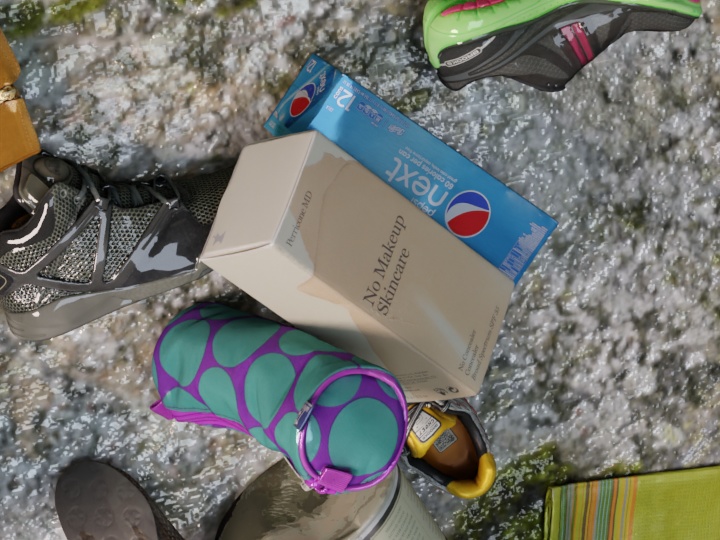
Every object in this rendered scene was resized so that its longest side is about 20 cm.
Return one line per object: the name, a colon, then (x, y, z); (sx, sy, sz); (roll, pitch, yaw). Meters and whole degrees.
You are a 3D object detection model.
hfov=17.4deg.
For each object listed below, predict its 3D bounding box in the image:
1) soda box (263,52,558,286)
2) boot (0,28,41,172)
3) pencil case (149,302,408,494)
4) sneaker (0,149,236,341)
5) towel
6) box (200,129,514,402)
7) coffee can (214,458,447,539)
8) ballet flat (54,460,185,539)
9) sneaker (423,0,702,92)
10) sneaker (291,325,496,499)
soda box: (0.035, -0.065, 1.611); (0.200, 0.068, 0.064); (34, 94, -26)
boot: (-0.297, -0.134, 1.483); (0.144, 0.071, 0.201); (-32, 108, -20)
pencil case: (-0.058, 0.083, 1.561); (0.085, 0.200, 0.093); (36, 80, -36)
sneaker: (-0.157, -0.041, 1.551); (0.199, 0.076, 0.114); (-22, 121, -4)
towel: (0.234, 0.194, 1.804); (0.200, 0.018, 0.086); (-5, 112, -17)
box: (0.000, 0.000, 1.556); (0.200, 0.078, 0.095); (35, 63, -33)
coffee can: (0.008, 0.237, 1.671); (0.146, 0.146, 0.200); (-34, 116, -4)
ballet flat: (-0.134, 0.208, 1.620); (0.200, 0.046, 0.067); (41, 93, 16)
sneaker: (0.136, -0.169, 1.615); (0.200, 0.077, 0.084); (-9, 129, -12)
sneaker: (0.032, 0.085, 1.658); (0.078, 0.082, 0.200); (-45, 116, 2)
